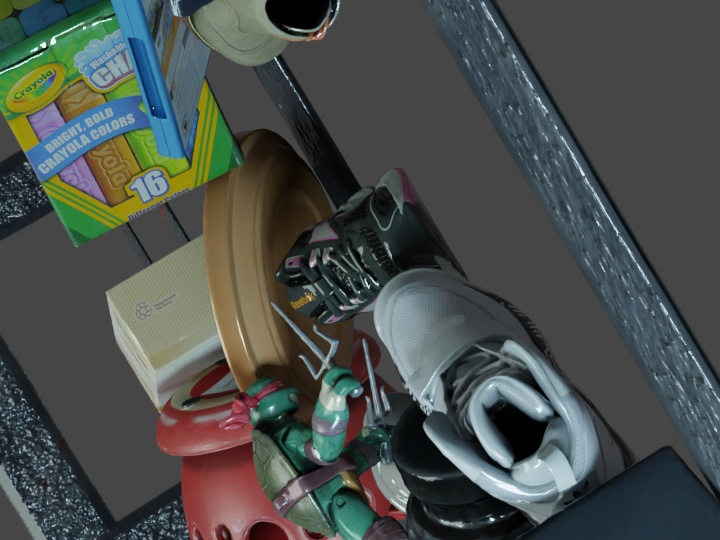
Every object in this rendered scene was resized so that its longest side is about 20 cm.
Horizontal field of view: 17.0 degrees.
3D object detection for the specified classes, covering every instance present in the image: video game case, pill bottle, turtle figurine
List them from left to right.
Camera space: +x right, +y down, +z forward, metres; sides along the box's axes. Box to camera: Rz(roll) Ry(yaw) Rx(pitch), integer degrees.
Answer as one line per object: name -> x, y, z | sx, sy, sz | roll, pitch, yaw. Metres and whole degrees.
video game case -> -0.101, -0.167, 1.319 | 0.200, 0.018, 0.144 | 82, -161, -67
turtle figurine -> -0.011, 0.120, 1.465 | 0.200, 0.100, 0.150 | 56, -174, 11
pill bottle -> 0.091, 0.158, 1.352 | 0.112, 0.112, 0.201 | 44, 162, 56

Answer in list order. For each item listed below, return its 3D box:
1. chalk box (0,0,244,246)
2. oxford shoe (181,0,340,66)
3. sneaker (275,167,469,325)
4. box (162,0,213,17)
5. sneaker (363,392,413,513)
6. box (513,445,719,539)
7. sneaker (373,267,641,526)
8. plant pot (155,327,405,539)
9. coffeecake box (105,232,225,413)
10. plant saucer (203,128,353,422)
chalk box -> -0.172, -0.140, 1.460 | 0.125, 0.124, 0.200 | 60, 176, 45
oxford shoe -> -0.050, -0.141, 1.271 | 0.075, 0.070, 0.200 | 49, 171, 11
sneaker -> 0.000, 0.000, 1.400 | 0.081, 0.086, 0.200 | 57, 170, -1
box -> -0.095, -0.242, 1.065 | 0.200, 0.107, 0.149 | 56, 171, 17
sneaker -> 0.068, 0.124, 1.530 | 0.200, 0.078, 0.100 | 40, 153, 41
box -> 0.166, 0.230, 1.157 | 0.200, 0.124, 0.197 | 52, 170, 36
sneaker -> 0.063, 0.056, 1.216 | 0.200, 0.075, 0.115 | 48, -177, 32
plant pot -> -0.040, 0.148, 1.776 | 0.183, 0.200, 0.200 | 69, 169, -12
coffeecake box -> -0.109, 0.027, 1.841 | 0.073, 0.153, 0.200 | 57, 170, 8
plant saucer -> -0.047, 0.006, 1.564 | 0.200, 0.032, 0.201 | -11, -90, -70
